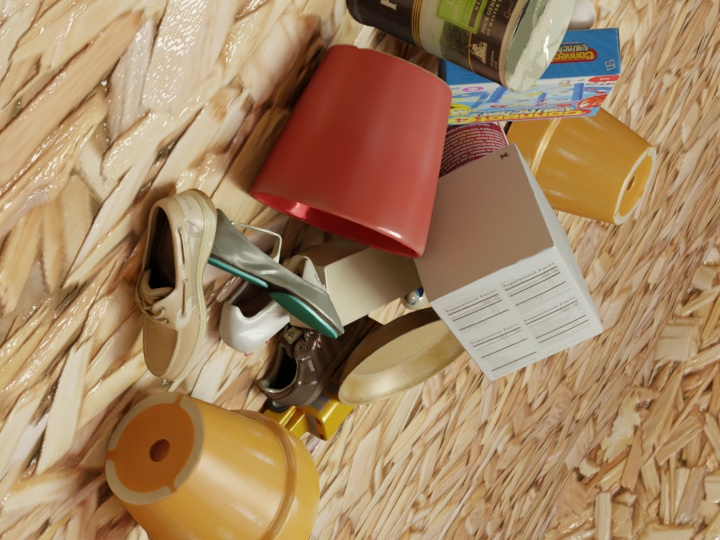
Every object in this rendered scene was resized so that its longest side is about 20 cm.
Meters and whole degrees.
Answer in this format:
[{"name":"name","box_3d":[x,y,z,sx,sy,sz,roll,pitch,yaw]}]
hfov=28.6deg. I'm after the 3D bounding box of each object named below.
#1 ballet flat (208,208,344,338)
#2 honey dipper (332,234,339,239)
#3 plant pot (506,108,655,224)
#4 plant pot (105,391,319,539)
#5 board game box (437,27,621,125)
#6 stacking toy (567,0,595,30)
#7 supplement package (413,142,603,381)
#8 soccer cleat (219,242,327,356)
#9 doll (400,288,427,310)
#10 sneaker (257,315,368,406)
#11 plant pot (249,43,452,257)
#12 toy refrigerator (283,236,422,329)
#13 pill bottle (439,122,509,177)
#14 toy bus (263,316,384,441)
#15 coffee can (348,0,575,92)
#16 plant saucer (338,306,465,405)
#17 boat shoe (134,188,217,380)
[{"name":"ballet flat","box_3d":[-0.084,0.000,1.473,0.199,0.067,0.064,33,77,-26]},{"name":"honey dipper","box_3d":[-0.023,-0.030,1.717,0.038,0.038,0.200,-53,154,-19]},{"name":"plant pot","box_3d":[0.331,-0.164,2.106,0.200,0.182,0.201,-46,153,-33]},{"name":"plant pot","box_3d":[-0.172,0.224,1.513,0.201,0.199,0.183,-57,141,-11]},{"name":"board game box","box_3d":[0.189,-0.223,1.646,0.196,0.198,0.056,78,9,-83]},{"name":"stacking toy","box_3d":[0.180,-0.317,1.615,0.146,0.199,0.147,-46,153,-32]},{"name":"supplement package","box_3d":[0.158,-0.006,1.591,0.150,0.153,0.200,-25,143,12]},{"name":"soccer cleat","box_3d":[-0.083,0.019,1.607,0.200,0.069,0.078,-40,147,-36]},{"name":"doll","box_3d":[0.072,-0.015,1.862,0.201,0.048,0.137,95,-1,-52]},{"name":"sneaker","box_3d":[-0.055,0.079,1.713,0.075,0.070,0.201,11,110,-44]},{"name":"plant pot","box_3d":[0.004,-0.129,1.487,0.179,0.199,0.200,-69,158,-4]},{"name":"toy refrigerator","box_3d":[0.000,0.000,1.615,0.199,0.070,0.077,-25,115,-47]},{"name":"pill bottle","box_3d":[0.145,-0.106,1.754,0.112,0.201,0.113,-10,143,-8]},{"name":"toy bus","box_3d":[-0.041,0.147,1.818,0.200,0.078,0.065,-50,154,-27]},{"name":"coffee can","box_3d":[0.108,-0.293,1.489,0.146,0.199,0.147,-46,152,-33]},{"name":"plant saucer","box_3d":[0.055,0.099,1.750,0.199,0.036,0.201,-24,157,-11]},{"name":"boat shoe","box_3d":[-0.192,0.018,1.380,0.064,0.071,0.202,-18,123,-50]}]
